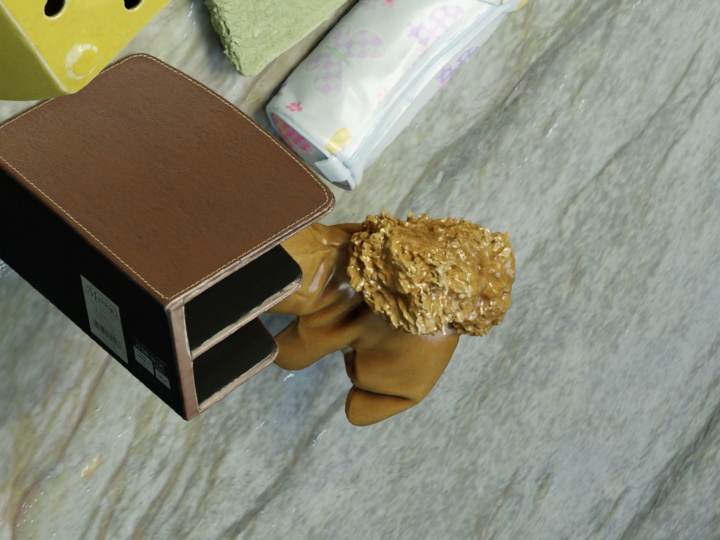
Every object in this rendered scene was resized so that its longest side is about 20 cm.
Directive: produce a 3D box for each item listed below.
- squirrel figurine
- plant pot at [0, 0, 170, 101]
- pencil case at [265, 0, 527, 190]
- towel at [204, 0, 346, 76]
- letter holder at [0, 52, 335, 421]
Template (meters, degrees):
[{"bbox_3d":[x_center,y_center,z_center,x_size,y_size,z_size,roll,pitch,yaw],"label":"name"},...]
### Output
[{"bbox_3d":[0.000,0.000,1.642,0.186,0.199,0.142,31,54,-40],"label":"squirrel figurine"},{"bbox_3d":[-0.188,-0.201,1.217,0.194,0.200,0.196,-46,146,-10],"label":"plant pot"},{"bbox_3d":[0.027,-0.148,1.615,0.200,0.091,0.083,-46,145,-8],"label":"pencil case"},{"bbox_3d":[-0.050,-0.225,1.504,0.148,0.036,0.200,-41,145,-16],"label":"towel"},{"bbox_3d":[-0.119,-0.029,1.451,0.142,0.200,0.101,-34,142,-26],"label":"letter holder"}]
